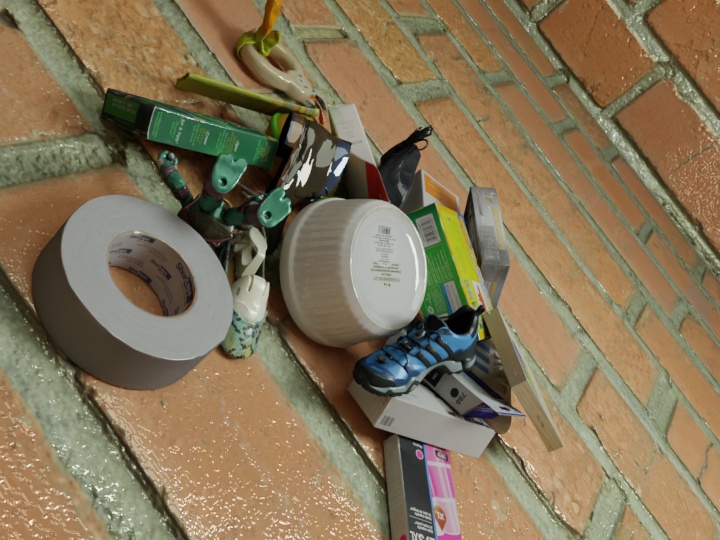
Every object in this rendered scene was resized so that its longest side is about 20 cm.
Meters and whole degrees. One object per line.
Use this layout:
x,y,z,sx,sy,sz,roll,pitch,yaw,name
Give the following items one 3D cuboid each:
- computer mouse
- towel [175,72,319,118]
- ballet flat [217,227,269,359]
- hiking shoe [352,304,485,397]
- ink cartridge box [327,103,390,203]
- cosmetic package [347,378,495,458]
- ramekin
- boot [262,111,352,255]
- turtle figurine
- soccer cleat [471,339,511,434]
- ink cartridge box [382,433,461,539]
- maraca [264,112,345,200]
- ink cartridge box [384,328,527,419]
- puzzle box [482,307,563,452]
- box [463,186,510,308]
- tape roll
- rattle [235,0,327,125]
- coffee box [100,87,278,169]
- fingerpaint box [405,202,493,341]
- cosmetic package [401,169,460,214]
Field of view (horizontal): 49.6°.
0.051,-0.165,1.330,0.053,0.138,0.201,34,47,-19,computer mouse
-0.164,-0.253,1.134,0.199,0.086,0.018,12,86,-27,towel
-0.140,0.010,0.942,0.074,0.074,0.201,24,41,-36,ballet flat
0.071,0.093,0.977,0.199,0.087,0.074,-14,35,-40,hiking shoe
0.001,-0.130,1.198,0.161,0.050,0.201,83,-7,-58,ink cartridge box
0.083,0.187,1.034,0.199,0.051,0.083,25,11,-37,cosmetic package
0.000,0.000,1.019,0.199,0.105,0.202,7,80,-48,ramekin
-0.076,-0.105,1.049,0.096,0.075,0.202,17,83,-19,boot
-0.168,-0.079,0.917,0.149,0.199,0.102,18,79,-30,turtle figurine
0.208,0.152,1.219,0.070,0.086,0.201,21,45,-39,soccer cleat
0.078,0.303,0.952,0.094,0.037,0.201,29,40,-31,ink cartridge box
-0.074,-0.155,1.165,0.200,0.106,0.138,44,29,-47,maraca
0.130,0.153,1.080,0.200,0.039,0.099,39,11,36,ink cartridge box
0.235,0.159,1.120,0.200,0.025,0.134,55,15,-43,puzzle box
0.204,-0.021,1.331,0.048,0.159,0.201,5,43,-4,box
-0.233,0.020,0.815,0.200,0.066,0.201,32,36,-27,tape roll
-0.099,-0.360,1.315,0.200,0.143,0.130,40,14,-5,rattle
-0.217,-0.183,1.007,0.123,0.044,0.199,26,13,41,coffee box
0.130,0.014,1.149,0.167,0.073,0.201,4,67,-69,fingerpaint box
0.120,-0.072,1.355,0.101,0.071,0.201,32,37,-27,cosmetic package
